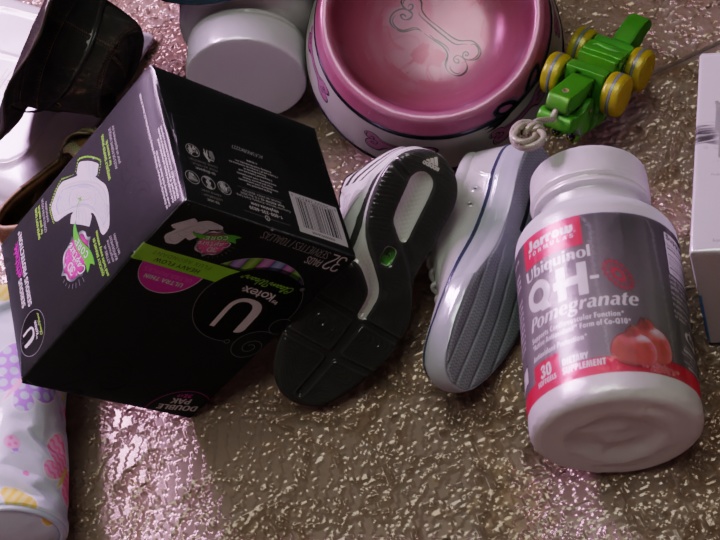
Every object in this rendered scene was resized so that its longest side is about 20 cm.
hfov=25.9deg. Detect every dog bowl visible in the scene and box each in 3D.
[{"bbox_3d":[0.054,-0.179,1.170,0.199,0.074,0.201,-1,79,3],"label":"dog bowl"}]

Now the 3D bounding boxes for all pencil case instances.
[{"bbox_3d":[-0.251,0.107,1.119,0.083,0.091,0.201,-14,55,9],"label":"pencil case"}]

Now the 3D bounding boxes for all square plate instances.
[{"bbox_3d":[-0.307,-0.153,1.347,0.198,0.028,0.200,18,65,27],"label":"square plate"}]

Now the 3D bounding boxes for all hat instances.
[{"bbox_3d":[-0.217,-0.167,1.226,0.081,0.201,0.201,24,63,-9],"label":"hat"}]

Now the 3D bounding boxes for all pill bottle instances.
[{"bbox_3d":[0.158,0.021,1.026,0.110,0.111,0.201,-9,55,12],"label":"pill bottle"},{"bbox_3d":[-0.089,-0.232,1.273,0.113,0.114,0.201,-8,55,13],"label":"pill bottle"}]

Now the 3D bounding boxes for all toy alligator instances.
[{"bbox_3d":[0.157,-0.120,1.124,0.059,0.054,0.200,23,45,23],"label":"toy alligator"}]

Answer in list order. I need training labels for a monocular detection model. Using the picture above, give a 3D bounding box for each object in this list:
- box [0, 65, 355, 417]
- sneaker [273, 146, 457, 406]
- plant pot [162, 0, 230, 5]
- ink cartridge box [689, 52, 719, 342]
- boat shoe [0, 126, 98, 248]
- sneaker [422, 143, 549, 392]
[{"bbox_3d":[-0.129,-0.012,1.073,0.200,0.148,0.125,-43,47,31],"label":"box"},{"bbox_3d":[0.001,0.000,1.130,0.075,0.115,0.201,29,95,-11],"label":"sneaker"},{"bbox_3d":[-0.127,-0.337,1.168,0.199,0.188,0.201,-7,55,11],"label":"plant pot"},{"bbox_3d":[0.262,-0.065,1.046,0.066,0.116,0.201,-1,57,19],"label":"ink cartridge box"},{"bbox_3d":[-0.203,-0.075,1.232,0.200,0.074,0.076,-44,56,-12],"label":"boat shoe"},{"bbox_3d":[0.078,-0.002,1.104,0.071,0.073,0.200,-4,51,40],"label":"sneaker"}]
